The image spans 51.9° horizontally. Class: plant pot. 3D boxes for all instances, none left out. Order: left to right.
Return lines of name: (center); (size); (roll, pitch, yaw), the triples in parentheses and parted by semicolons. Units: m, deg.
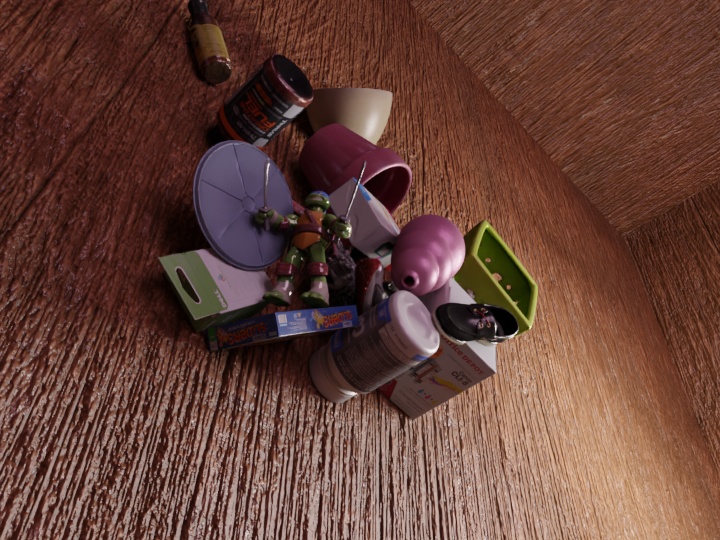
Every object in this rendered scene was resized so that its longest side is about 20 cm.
plant pot: (-0.028, -0.331, 1.670); (0.200, 0.199, 0.136); (-11, 104, -60)
plant pot: (-0.024, -0.194, 1.507); (0.179, 0.200, 0.199); (48, 24, 24)
plant pot: (0.235, 0.047, 1.533); (0.200, 0.181, 0.199); (49, 28, -8)

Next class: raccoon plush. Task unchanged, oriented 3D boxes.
raccoon plush: (0.000, 0.000, 1.324); (0.199, 0.135, 0.097); (-19, 50, -38)

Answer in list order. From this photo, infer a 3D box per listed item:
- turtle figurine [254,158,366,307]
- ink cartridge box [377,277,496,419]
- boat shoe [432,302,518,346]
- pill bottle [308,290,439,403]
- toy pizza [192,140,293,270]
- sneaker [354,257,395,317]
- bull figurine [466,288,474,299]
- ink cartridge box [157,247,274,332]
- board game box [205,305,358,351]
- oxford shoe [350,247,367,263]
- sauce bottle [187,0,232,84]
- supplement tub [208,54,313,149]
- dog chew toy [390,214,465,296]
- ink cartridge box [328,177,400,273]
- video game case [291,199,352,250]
turtle figurine: (-0.090, -0.053, 1.100); (0.143, 0.200, 0.196); (11, 70, -11)
ink cartridge box: (0.129, 0.141, 1.346); (0.145, 0.199, 0.145); (42, 30, -20)
boat shoe: (0.194, 0.084, 1.240); (0.200, 0.063, 0.074); (14, 53, -47)
pill bottle: (0.018, 0.128, 1.189); (0.114, 0.199, 0.114); (38, 31, -29)
toy pizza: (-0.181, -0.099, 1.137); (0.199, 0.032, 0.202); (16, 69, -47)
sneaker: (0.034, 0.048, 1.249); (0.201, 0.081, 0.078); (83, -3, -51)
bull figurine: (0.123, 0.071, 1.437); (0.198, 0.122, 0.065); (20, 31, 0)
ink cartridge box: (-0.218, 0.025, 1.084); (0.104, 0.059, 0.200); (59, 28, 8)
board game box: (-0.112, 0.085, 1.102); (0.199, 0.134, 0.035); (-1, 79, -57)
oxford shoe: (0.014, -0.020, 1.486); (0.072, 0.071, 0.200); (55, 26, -7)
sauce bottle: (-0.307, -0.464, 1.479); (0.066, 0.066, 0.201); (18, 43, -48)
supplement tub: (-0.184, -0.283, 1.324); (0.107, 0.200, 0.107); (36, 32, -28)
dog chew toy: (0.108, -0.019, 1.261); (0.125, 0.124, 0.200); (51, 27, -6)
ink cartridge box: (0.027, -0.077, 1.377); (0.117, 0.067, 0.200); (61, 13, 27)
video game case: (-0.121, -0.098, 1.313); (0.199, 0.143, 0.018); (33, 79, -34)
